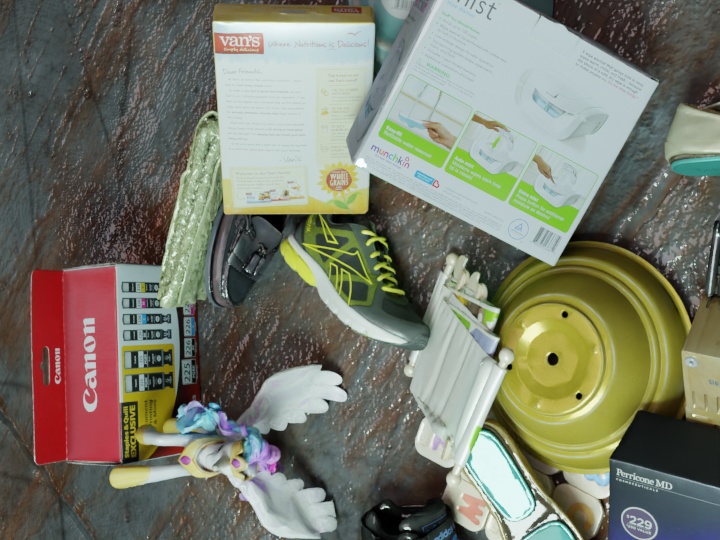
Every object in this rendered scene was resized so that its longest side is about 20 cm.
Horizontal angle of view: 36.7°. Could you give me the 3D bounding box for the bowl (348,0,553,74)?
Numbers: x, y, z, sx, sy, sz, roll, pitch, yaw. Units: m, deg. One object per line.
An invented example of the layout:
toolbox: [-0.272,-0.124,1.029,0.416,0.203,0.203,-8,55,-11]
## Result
bowl: [0.067,-0.246,0.996,0.198,0.105,0.205,0,89,30]

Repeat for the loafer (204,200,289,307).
loafer: [-0.099,-0.058,1.089,0.062,0.072,0.203,9,76,29]

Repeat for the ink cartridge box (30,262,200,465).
ink cartridge box: [-0.252,0.097,1.136,0.083,0.175,0.204,-5,87,30]

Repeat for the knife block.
knife block: [0.315,0.040,0.872,0.063,0.176,0.202,11,139,31]

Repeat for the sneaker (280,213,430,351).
sneaker: [0.000,0.000,1.039,0.199,0.074,0.085,40,102,33]

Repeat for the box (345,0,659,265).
box: [0.114,-0.133,0.909,0.198,0.097,0.178,24,104,-13]

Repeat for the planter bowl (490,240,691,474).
planter bowl: [0.174,0.074,0.917,0.197,0.083,0.204,-1,87,31]

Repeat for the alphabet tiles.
alphabet tiles: [0.144,0.150,0.989,0.194,0.015,0.203,24,100,29]

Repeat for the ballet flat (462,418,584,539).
ballet flat: [0.150,0.215,0.942,0.068,0.063,0.202,-28,86,13]

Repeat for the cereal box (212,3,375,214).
cereal box: [-0.060,-0.143,0.995,0.141,0.040,0.202,1,128,-3]

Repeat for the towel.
towel: [-0.156,-0.061,1.108,0.036,0.148,0.203,15,97,4]

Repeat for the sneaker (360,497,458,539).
sneaker: [0.081,0.270,0.979,0.198,0.076,0.113,11,112,37]

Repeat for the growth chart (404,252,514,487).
growth chart: [0.083,0.075,0.961,0.201,0.017,0.146,-114,45,-63]

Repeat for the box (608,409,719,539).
box: [0.294,0.206,0.831,0.197,0.079,0.143,11,118,31]

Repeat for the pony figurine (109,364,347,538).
pony figurine: [-0.118,0.179,1.056,0.198,0.191,0.170,-7,83,43]

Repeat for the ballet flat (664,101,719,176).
ballet flat: [0.338,-0.106,0.855,0.197,0.069,0.071,8,93,31]
